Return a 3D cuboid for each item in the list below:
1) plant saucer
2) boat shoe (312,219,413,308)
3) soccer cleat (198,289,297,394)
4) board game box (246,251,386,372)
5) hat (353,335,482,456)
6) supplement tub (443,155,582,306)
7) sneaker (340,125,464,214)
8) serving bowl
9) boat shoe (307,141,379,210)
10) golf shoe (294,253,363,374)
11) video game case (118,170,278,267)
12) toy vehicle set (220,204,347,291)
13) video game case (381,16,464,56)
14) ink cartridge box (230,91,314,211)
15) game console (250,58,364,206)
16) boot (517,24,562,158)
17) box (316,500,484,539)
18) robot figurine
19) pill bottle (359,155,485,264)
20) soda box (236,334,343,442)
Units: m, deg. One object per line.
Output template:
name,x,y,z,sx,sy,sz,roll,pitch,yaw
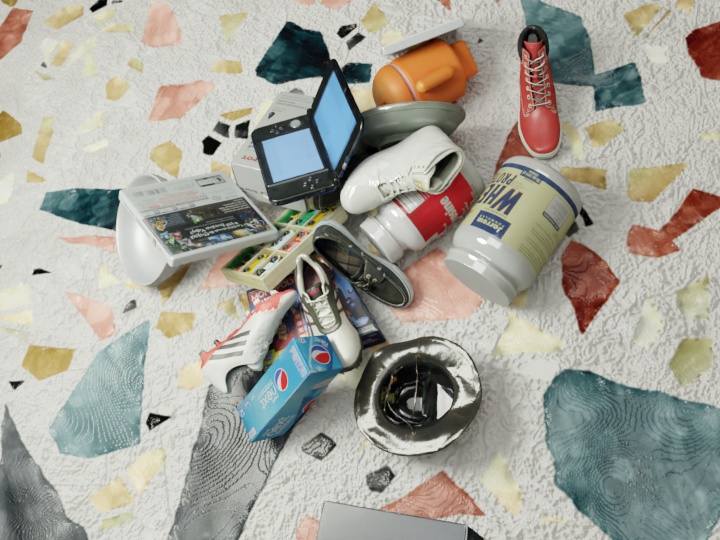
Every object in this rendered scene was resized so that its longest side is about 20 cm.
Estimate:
plant saucer,0.079,-0.231,1.354,0.199,0.200,0.051,-7,84,13
boat shoe,0.000,0.000,1.302,0.200,0.057,0.069,39,119,-8
soccer cleat,-0.167,0.112,1.287,0.200,0.069,0.085,-41,75,0
board game box,-0.081,0.053,1.352,0.199,0.062,0.201,-20,64,7
hat,0.094,0.199,1.234,0.200,0.081,0.202,-10,61,19
supplement tub,0.235,-0.061,1.261,0.145,0.145,0.200,31,79,24
sneaker,0.065,-0.143,1.248,0.200,0.074,0.116,-37,33,0
serving bowl,-0.362,-0.072,1.450,0.200,0.066,0.201,0,90,47
boat shoe,-0.015,-0.163,1.378,0.066,0.072,0.201,20,43,25
golf shoe,-0.060,0.067,1.259,0.077,0.088,0.201,-26,65,2
video game case,-0.266,-0.090,1.331,0.199,0.023,0.182,-17,51,-38
toy vehicle set,-0.128,-0.046,1.360,0.124,0.027,0.200,11,47,47
video game case,0.108,-0.412,1.429,0.143,0.200,0.018,-19,104,8
ink cartridge box,-0.117,-0.213,1.428,0.146,0.083,0.201,14,56,20
game console,-0.090,-0.224,1.297,0.170,0.119,0.200,-16,47,-5
boot,0.292,-0.298,1.343,0.072,0.144,0.201,-7,68,11
box,0.057,0.392,1.108,0.199,0.182,0.105,4,70,17
robot figurine,0.104,-0.328,1.416,0.199,0.117,0.144,-30,52,-10
pill bottle,0.100,-0.107,1.337,0.200,0.112,0.112,-41,64,-3
soda box,-0.111,0.183,1.244,0.200,0.068,0.064,-50,58,36
